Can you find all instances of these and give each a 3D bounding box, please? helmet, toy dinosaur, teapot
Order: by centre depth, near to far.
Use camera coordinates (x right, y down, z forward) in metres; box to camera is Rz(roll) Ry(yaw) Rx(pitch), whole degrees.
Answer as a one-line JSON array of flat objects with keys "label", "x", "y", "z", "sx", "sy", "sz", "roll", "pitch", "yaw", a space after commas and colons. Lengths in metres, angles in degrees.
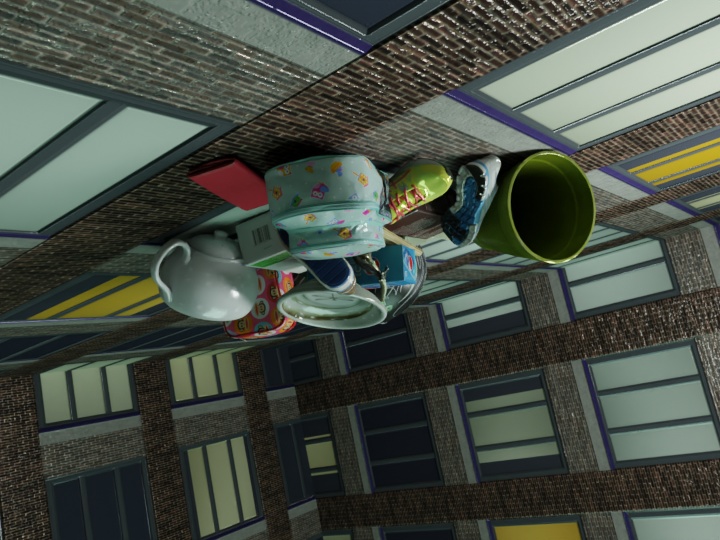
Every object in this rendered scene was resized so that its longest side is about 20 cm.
[{"label": "toy dinosaur", "x": 0.010, "y": -0.022, "z": 1.102, "sx": 0.047, "sy": 0.200, "sz": 0.088, "roll": -43, "pitch": -157, "yaw": -19}, {"label": "teapot", "x": -0.279, "y": -0.004, "z": 1.222, "sx": 0.197, "sy": 0.146, "sz": 0.200, "roll": 12, "pitch": -163, "yaw": -12}, {"label": "helmet", "x": 0.056, "y": 0.001, "z": 1.463, "sx": 0.200, "sy": 0.200, "sz": 0.191, "roll": 2, "pitch": 127, "yaw": -54}]

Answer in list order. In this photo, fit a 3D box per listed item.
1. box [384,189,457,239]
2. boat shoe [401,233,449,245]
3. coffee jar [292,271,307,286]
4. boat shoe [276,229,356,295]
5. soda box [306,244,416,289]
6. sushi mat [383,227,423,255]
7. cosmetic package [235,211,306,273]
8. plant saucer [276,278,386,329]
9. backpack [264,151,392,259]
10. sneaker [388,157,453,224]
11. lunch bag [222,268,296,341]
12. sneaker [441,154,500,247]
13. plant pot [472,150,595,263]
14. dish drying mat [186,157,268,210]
[{"label": "box", "x": 0.106, "y": -0.114, "z": 1.244, "sx": 0.100, "sy": 0.075, "sz": 0.200, "roll": -23, "pitch": 167, "yaw": 31}, {"label": "boat shoe", "x": 0.172, "y": -0.105, "z": 1.435, "sx": 0.201, "sy": 0.061, "sz": 0.072, "roll": -9, "pitch": 135, "yaw": -27}, {"label": "coffee jar", "x": -0.142, "y": 0.026, "z": 1.430, "sx": 0.085, "sy": 0.200, "sz": 0.104, "roll": -57, "pitch": 161, "yaw": 0}, {"label": "boat shoe", "x": -0.077, "y": -0.028, "z": 1.100, "sx": 0.072, "sy": 0.200, "sz": 0.072, "roll": -36, "pitch": 149, "yaw": -2}, {"label": "soda box", "x": 0.000, "y": 0.000, "z": 1.220, "sx": 0.200, "sy": 0.068, "sz": 0.064, "roll": -7, "pitch": 170, "yaw": 26}, {"label": "sushi mat", "x": 0.037, "y": -0.047, "z": 1.206, "sx": 0.096, "sy": 0.012, "sz": 0.200, "roll": -7, "pitch": 167, "yaw": 25}, {"label": "cosmetic package", "x": -0.136, "y": -0.054, "z": 1.267, "sx": 0.107, "sy": 0.085, "sz": 0.200, "roll": -21, "pitch": 167, "yaw": 23}, {"label": "plant saucer", "x": -0.051, "y": 0.054, "z": 1.189, "sx": 0.200, "sy": 0.050, "sz": 0.200, "roll": 3, "pitch": 157, "yaw": 1}, {"label": "backpack", "x": -0.047, "y": -0.095, "z": 0.968, "sx": 0.175, "sy": 0.154, "sz": 0.200, "roll": -6, "pitch": 168, "yaw": 11}, {"label": "sneaker", "x": 0.063, "y": -0.115, "z": 1.085, "sx": 0.200, "sy": 0.090, "sz": 0.078, "roll": -19, "pitch": 129, "yaw": 31}, {"label": "lunch bag", "x": -0.229, "y": 0.042, "z": 1.360, "sx": 0.176, "sy": 0.200, "sz": 0.082, "roll": -12, "pitch": 169, "yaw": 18}, {"label": "sneaker", "x": 0.209, "y": -0.124, "z": 1.177, "sx": 0.087, "sy": 0.075, "sz": 0.200, "roll": -36, "pitch": 156, "yaw": -33}, {"label": "plant pot", "x": 0.303, "y": -0.108, "z": 1.250, "sx": 0.200, "sy": 0.201, "sz": 0.193, "roll": -7, "pitch": 180, "yaw": -25}, {"label": "dish drying mat", "x": -0.183, "y": -0.130, "z": 0.990, "sx": 0.077, "sy": 0.018, "sz": 0.200, "roll": -15, "pitch": 169, "yaw": 11}]
